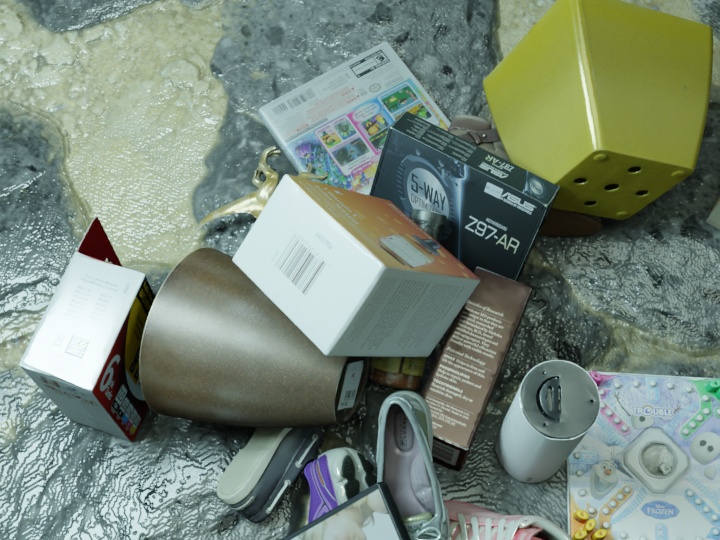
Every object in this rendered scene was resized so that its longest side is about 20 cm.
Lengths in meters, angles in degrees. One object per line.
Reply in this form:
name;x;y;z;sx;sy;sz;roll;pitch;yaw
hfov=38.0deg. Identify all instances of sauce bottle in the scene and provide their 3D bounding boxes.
sauce bottle;0.058;0.032;1.176;0.066;0.066;0.201;14;89;6

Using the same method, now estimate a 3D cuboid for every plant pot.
plant pot;-0.097;0.090;1.100;0.199;0.187;0.188;15;66;19
plant pot;0.277;-0.172;1.198;0.199;0.200;0.177;9;64;-22

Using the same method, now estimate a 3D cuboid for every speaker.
speaker;0.189;0.160;1.080;0.081;0.200;0.082;0;66;0

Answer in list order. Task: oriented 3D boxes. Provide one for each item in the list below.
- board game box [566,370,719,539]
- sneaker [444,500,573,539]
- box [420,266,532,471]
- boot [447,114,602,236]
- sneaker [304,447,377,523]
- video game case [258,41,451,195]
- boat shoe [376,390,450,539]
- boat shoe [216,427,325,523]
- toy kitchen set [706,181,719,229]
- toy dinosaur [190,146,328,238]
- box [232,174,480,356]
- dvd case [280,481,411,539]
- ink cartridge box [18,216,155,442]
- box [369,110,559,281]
board game box;0.329;0.209;1.155;0.199;0.026;0.201;3;66;2
sneaker;0.133;0.279;1.083;0.199;0.105;0.076;14;68;7
box;0.120;0.109;1.159;0.075;0.100;0.201;23;68;10
boot;0.196;-0.124;1.276;0.199;0.070;0.147;10;59;-11
sneaker;-0.011;0.290;1.105;0.083;0.080;0.201;-23;73;37
video game case;0.000;-0.181;1.329;0.199;0.024;0.182;-30;70;-13
boat shoe;0.048;0.225;1.053;0.074;0.065;0.203;-3;88;13
boat shoe;-0.076;0.190;1.158;0.200;0.072;0.063;-50;118;-25
toy kitchen set;0.546;-0.131;1.230;0.180;0.163;0.200;29;70;12
toy dinosaur;-0.109;-0.091;1.252;0.199;0.058;0.102;-3;62;4
box;0.000;0.000;1.059;0.152;0.200;0.107;42;108;28
dvd case;-0.023;0.319;1.046;0.200;0.018;0.143;-36;67;27
ink cartridge box;-0.265;0.067;1.121;0.083;0.200;0.176;18;68;7
box;0.110;-0.071;1.205;0.199;0.161;0.044;29;44;11
